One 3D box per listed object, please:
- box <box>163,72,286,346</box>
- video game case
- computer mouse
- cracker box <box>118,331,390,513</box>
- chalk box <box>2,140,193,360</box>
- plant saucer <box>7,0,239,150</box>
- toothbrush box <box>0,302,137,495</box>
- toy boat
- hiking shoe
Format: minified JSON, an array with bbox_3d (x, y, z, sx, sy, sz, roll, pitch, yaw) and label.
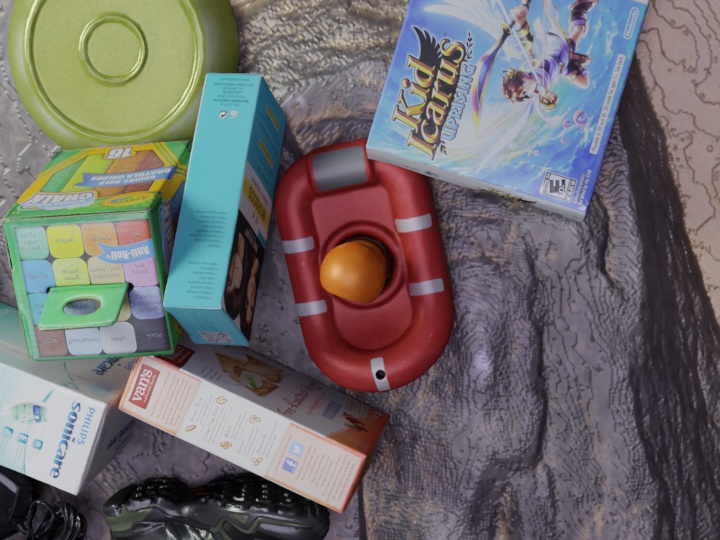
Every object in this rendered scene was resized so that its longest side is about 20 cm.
[{"bbox_3d":[-0.105,-0.049,1.573,0.049,0.082,0.202,2,68,15],"label":"box"},{"bbox_3d":[0.117,-0.160,1.558,0.180,0.045,0.202,16,84,6],"label":"video game case"},{"bbox_3d":[-0.331,0.179,1.706,0.200,0.053,0.138,45,121,-9],"label":"computer mouse"},{"bbox_3d":[-0.083,0.115,1.619,0.199,0.134,0.058,24,103,4],"label":"cracker box"},{"bbox_3d":[-0.201,-0.009,1.573,0.123,0.200,0.125,-3,112,9],"label":"chalk box"},{"bbox_3d":[-0.200,-0.183,1.641,0.198,0.031,0.202,1,99,9],"label":"plant saucer"},{"bbox_3d":[-0.289,0.094,1.643,0.199,0.146,0.086,22,103,6],"label":"toothbrush box"},{"bbox_3d":[0.000,0.000,1.588,0.129,0.131,0.202,-11,97,11],"label":"toy boat"},{"bbox_3d":[-0.117,0.229,1.684,0.198,0.076,0.102,0,108,18],"label":"hiking shoe"}]
